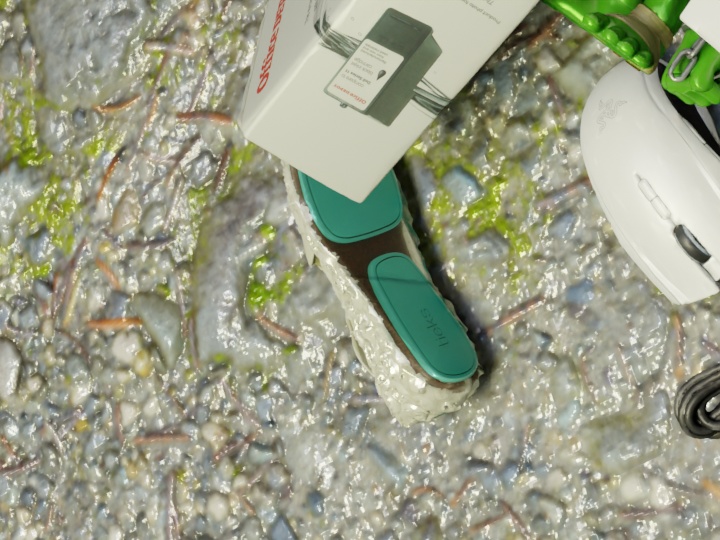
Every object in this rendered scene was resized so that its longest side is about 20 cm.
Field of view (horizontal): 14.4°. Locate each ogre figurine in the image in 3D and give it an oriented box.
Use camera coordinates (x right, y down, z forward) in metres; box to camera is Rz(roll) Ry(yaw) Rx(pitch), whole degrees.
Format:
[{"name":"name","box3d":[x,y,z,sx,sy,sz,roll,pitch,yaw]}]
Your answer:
[{"name":"ogre figurine","box3d":[0.157,-0.163,1.450,0.098,0.200,0.120,36,95,-10]}]

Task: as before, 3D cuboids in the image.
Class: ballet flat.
[{"name":"ballet flat","box3d":[0.000,0.000,1.588,0.072,0.072,0.201,-38,64,30]}]

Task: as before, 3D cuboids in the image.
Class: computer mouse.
[{"name":"computer mouse","box3d":[0.164,-0.023,1.460,0.110,0.044,0.201,-43,62,27]}]

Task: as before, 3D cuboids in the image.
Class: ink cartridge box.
[{"name":"ink cartridge box","box3d":[0.028,-0.155,1.508,0.200,0.083,0.147,-47,20,34]}]

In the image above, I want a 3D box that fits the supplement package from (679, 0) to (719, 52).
[{"name":"supplement package","box3d":[0.260,-0.114,1.302,0.114,0.200,0.110,46,114,31]}]
